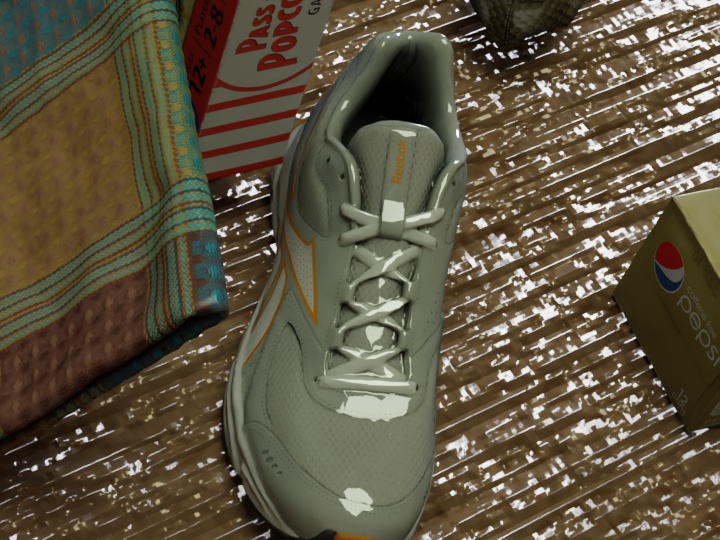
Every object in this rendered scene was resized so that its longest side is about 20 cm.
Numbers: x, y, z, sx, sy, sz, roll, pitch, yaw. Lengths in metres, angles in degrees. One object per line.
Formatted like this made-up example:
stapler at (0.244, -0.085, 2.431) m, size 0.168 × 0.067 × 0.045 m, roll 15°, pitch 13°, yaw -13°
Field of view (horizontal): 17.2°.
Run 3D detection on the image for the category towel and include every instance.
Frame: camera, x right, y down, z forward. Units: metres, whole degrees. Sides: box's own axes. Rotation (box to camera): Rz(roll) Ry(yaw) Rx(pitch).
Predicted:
towel at (-0.113, -0.039, 0.780) m, size 0.022 × 0.146 × 0.201 m, roll 27°, pitch 40°, yaw -45°

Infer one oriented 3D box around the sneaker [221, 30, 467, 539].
sneaker at (0.000, 0.000, 0.815) m, size 0.075 × 0.092 × 0.201 m, roll 10°, pitch 52°, yaw -12°

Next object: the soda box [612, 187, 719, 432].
soda box at (0.202, 0.000, 0.909) m, size 0.199 × 0.064 × 0.068 m, roll -11°, pitch 59°, yaw -26°

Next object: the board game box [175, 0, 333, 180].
board game box at (-0.077, -0.154, 0.847) m, size 0.046 × 0.152 × 0.200 m, roll -14°, pitch 51°, yaw -34°

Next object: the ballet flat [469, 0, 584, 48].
ballet flat at (0.088, -0.155, 1.003) m, size 0.067 × 0.047 × 0.200 m, roll 14°, pitch 44°, yaw 10°
